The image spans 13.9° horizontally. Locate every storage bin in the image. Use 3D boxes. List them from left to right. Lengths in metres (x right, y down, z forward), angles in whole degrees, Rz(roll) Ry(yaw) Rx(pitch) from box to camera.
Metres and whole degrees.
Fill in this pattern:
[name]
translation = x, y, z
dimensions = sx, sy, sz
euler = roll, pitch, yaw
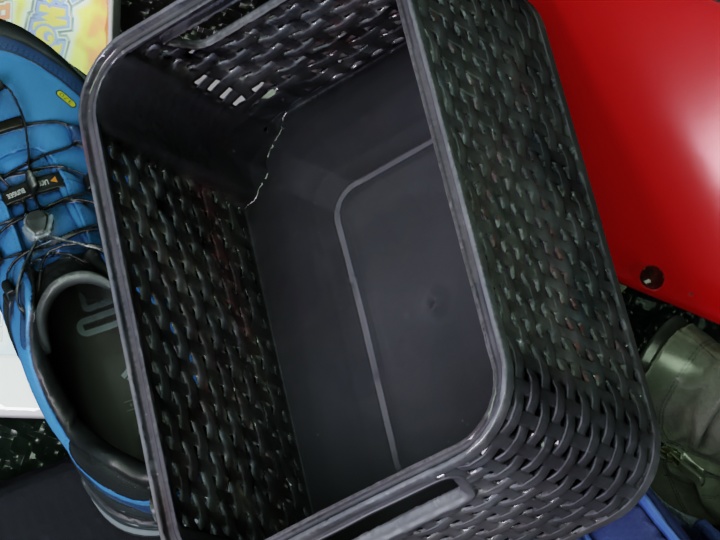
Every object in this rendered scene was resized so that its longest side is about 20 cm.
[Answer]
[storage bin]
translation = 0.000, 0.000, 0.959
dimensions = 0.135, 0.094, 0.200
euler = -29, 58, 27

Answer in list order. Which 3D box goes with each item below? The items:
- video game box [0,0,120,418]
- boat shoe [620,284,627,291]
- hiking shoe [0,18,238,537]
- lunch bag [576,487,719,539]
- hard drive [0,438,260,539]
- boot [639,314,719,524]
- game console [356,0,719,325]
[video game box]
translation = -0.180, -0.045, 1.083
dimensions = 0.182, 0.047, 0.200
euler = 1, 88, -3
[boat shoe]
translation = 0.076, -0.015, 1.075
dimensions = 0.200, 0.063, 0.073
euler = -35, 72, -1
[hiking shoe]
translation = -0.096, -0.006, 1.014
dimensions = 0.074, 0.087, 0.200
euler = -28, 82, -6
[lunch bag]
translation = 0.085, 0.141, 0.999
dimensions = 0.132, 0.200, 0.136
euler = -36, 128, -2
[hard drive]
translation = -0.065, 0.154, 1.048
dimensions = 0.135, 0.042, 0.200
euler = -20, 79, -23
[boot]
translation = 0.165, 0.099, 1.057
dimensions = 0.131, 0.200, 0.068
euler = 22, 54, 34
[game console]
translation = 0.123, -0.091, 1.047
dimensions = 0.200, 0.119, 0.172
euler = 23, 45, 15
